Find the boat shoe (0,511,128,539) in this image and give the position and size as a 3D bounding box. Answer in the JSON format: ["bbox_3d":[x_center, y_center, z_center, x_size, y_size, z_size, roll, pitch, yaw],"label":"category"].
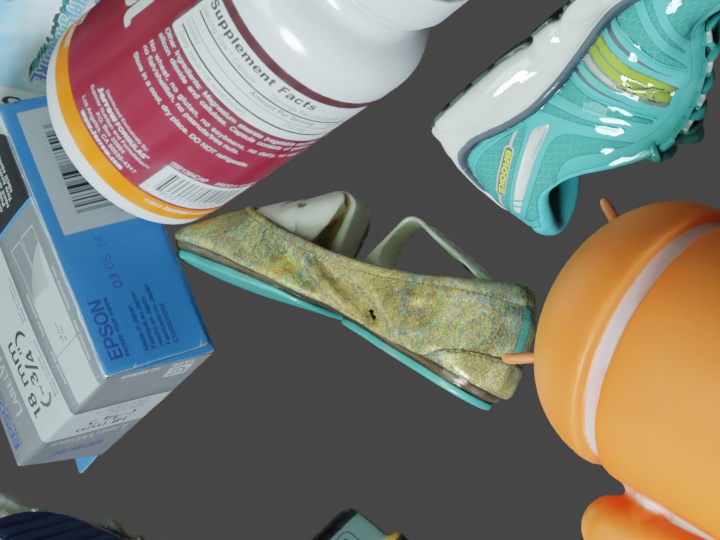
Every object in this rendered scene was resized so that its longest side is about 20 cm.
[{"bbox_3d":[-0.122,0.184,1.153,0.200,0.072,0.072,18,113,49],"label":"boat shoe"}]

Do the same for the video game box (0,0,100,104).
[{"bbox_3d":[-0.176,-0.166,1.066,0.200,0.182,0.047,-60,39,30],"label":"video game box"}]

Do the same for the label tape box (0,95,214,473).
[{"bbox_3d":[-0.160,0.018,1.121,0.200,0.063,0.144,-42,68,55],"label":"label tape box"}]

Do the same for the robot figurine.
[{"bbox_3d":[0.151,0.044,0.855,0.200,0.117,0.144,30,130,33],"label":"robot figurine"}]

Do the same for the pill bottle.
[{"bbox_3d":[-0.043,-0.110,1.003,0.200,0.113,0.113,-31,76,39],"label":"pill bottle"}]

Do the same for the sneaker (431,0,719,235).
[{"bbox_3d":[0.116,-0.086,0.908,0.080,0.078,0.200,50,133,0],"label":"sneaker"}]

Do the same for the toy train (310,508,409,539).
[{"bbox_3d":[-0.023,0.201,0.998,0.114,0.200,0.085,37,163,32],"label":"toy train"}]

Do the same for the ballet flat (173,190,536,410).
[{"bbox_3d":[0.000,0.000,1.021,0.200,0.071,0.071,25,112,37],"label":"ballet flat"}]
